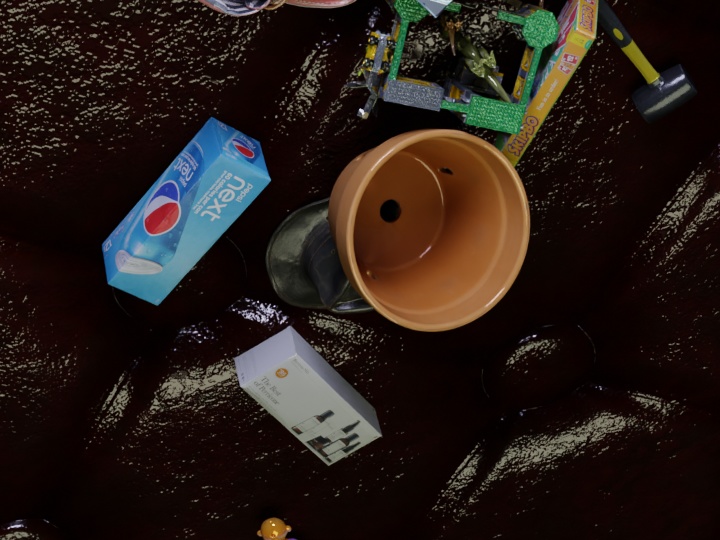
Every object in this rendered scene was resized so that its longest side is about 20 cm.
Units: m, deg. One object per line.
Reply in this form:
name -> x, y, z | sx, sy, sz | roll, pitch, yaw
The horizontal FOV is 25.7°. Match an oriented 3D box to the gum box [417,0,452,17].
gum box -> 0.075, -0.355, 1.399 | 0.170, 0.045, 0.200 | 39, 110, -20

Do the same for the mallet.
mallet -> 0.270, -0.225, 1.638 | 0.066, 0.041, 0.200 | -39, 127, 23

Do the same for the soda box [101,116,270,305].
soda box -> -0.182, -0.059, 1.631 | 0.068, 0.064, 0.200 | 26, 120, -35

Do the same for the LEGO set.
LEGO set -> 0.089, -0.217, 1.556 | 0.198, 0.116, 0.155 | 2, 107, -13

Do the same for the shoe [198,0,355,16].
shoe -> -0.079, -0.265, 1.446 | 0.199, 0.091, 0.072 | 12, 128, -27

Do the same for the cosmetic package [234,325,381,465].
cosmetic package -> -0.060, 0.152, 1.878 | 0.082, 0.051, 0.200 | -32, 133, 12

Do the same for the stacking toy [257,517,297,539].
stacking toy -> -0.097, 0.398, 2.078 | 0.115, 0.110, 0.201 | -10, 124, 8

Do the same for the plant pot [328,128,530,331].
plant pot -> 0.055, -0.050, 1.610 | 0.199, 0.140, 0.202 | -5, 102, -21

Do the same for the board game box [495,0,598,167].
board game box -> 0.182, -0.188, 1.590 | 0.030, 0.096, 0.201 | 21, 130, -7

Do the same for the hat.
hat -> 0.000, 0.000, 1.730 | 0.199, 0.081, 0.201 | -9, 135, -9
